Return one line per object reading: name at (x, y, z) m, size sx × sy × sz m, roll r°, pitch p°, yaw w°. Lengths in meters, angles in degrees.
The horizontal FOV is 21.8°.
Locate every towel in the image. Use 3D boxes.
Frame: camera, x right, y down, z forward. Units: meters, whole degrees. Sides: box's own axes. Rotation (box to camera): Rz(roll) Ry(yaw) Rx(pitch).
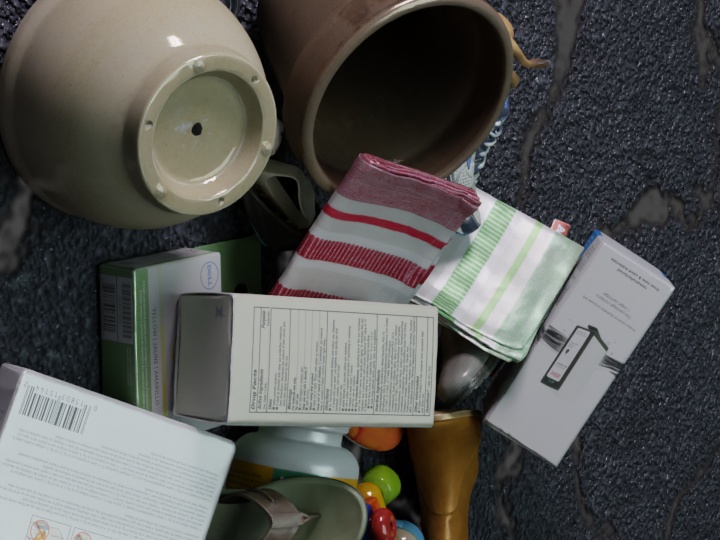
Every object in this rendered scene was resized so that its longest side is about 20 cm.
towel at (0.000, 0.000, 1.560) m, size 0.144 × 0.023 × 0.201 m, roll 14°, pitch 118°, yaw -43°
towel at (0.090, -0.017, 1.719) m, size 0.153 × 0.199 × 0.023 m, roll -57°, pitch 174°, yaw -32°

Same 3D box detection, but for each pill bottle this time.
pill bottle at (-0.062, 0.202, 1.588) m, size 0.113 × 0.112 × 0.201 m, roll 15°, pitch 84°, yaw -53°

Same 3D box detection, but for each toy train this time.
toy train at (0.003, 0.214, 1.722) m, size 0.116 × 0.084 × 0.201 m, roll -50°, pitch 128°, yaw -58°

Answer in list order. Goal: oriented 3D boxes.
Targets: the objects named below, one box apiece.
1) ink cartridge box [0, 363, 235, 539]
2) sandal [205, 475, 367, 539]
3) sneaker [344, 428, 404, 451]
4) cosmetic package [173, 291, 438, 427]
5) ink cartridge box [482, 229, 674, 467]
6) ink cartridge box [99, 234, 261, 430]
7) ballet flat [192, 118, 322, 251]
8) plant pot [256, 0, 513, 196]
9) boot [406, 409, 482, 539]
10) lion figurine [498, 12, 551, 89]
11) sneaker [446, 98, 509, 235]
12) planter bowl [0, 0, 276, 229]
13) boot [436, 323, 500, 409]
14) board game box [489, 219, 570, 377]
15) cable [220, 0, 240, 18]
ink cartridge box at (-0.206, 0.183, 1.404) m, size 0.199 × 0.045 × 0.177 m, roll 24°, pitch 80°, yaw -36°
sandal at (-0.092, 0.207, 1.499) m, size 0.057 × 0.199 × 0.080 m, roll 165°, pitch -75°, yaw -81°
sneaker at (0.005, 0.097, 1.696) m, size 0.073 × 0.077 × 0.201 m, roll -57°, pitch 141°, yaw -32°
cosmetic package at (-0.042, 0.072, 1.491) m, size 0.199 × 0.087 × 0.104 m, roll 6°, pitch 87°, yaw -36°
ink cartridge box at (0.203, 0.070, 1.764) m, size 0.201 × 0.084 × 0.146 m, roll -58°, pitch 180°, yaw 8°
ink cartridge box at (-0.129, 0.054, 1.532) m, size 0.199 × 0.048 × 0.147 m, roll -13°, pitch 105°, yaw -50°
ballet flat at (-0.084, -0.094, 1.547) m, size 0.200 × 0.068 × 0.068 m, roll 54°, pitch 46°, yaw -41°
plant pot at (-0.001, -0.183, 1.539) m, size 0.199 × 0.175 × 0.201 m, roll -22°, pitch 139°, yaw -20°
boot at (0.081, 0.206, 1.777) m, size 0.201 × 0.070 × 0.145 m, roll 43°, pitch 48°, yaw -77°
lion figurine at (0.080, -0.226, 1.683) m, size 0.123 × 0.199 × 0.073 m, roll 78°, pitch 28°, yaw -83°
sneaker at (0.094, -0.123, 1.661) m, size 0.077 × 0.085 × 0.201 m, roll -93°, pitch 171°, yaw -61°
planter bowl at (-0.145, -0.115, 1.363) m, size 0.199 × 0.134 × 0.201 m, roll -17°, pitch 120°, yaw -33°
boot at (0.073, 0.029, 1.745) m, size 0.130 × 0.068 × 0.200 m, roll 40°, pitch 39°, yaw -14°
board game box at (0.159, 0.031, 1.842) m, size 0.200 × 0.019 × 0.103 m, roll 113°, pitch -1°, yaw -70°
cable at (-0.150, -0.233, 1.466) m, size 0.163 × 0.051 × 0.202 m, roll -2°, pitch 96°, yaw -59°
